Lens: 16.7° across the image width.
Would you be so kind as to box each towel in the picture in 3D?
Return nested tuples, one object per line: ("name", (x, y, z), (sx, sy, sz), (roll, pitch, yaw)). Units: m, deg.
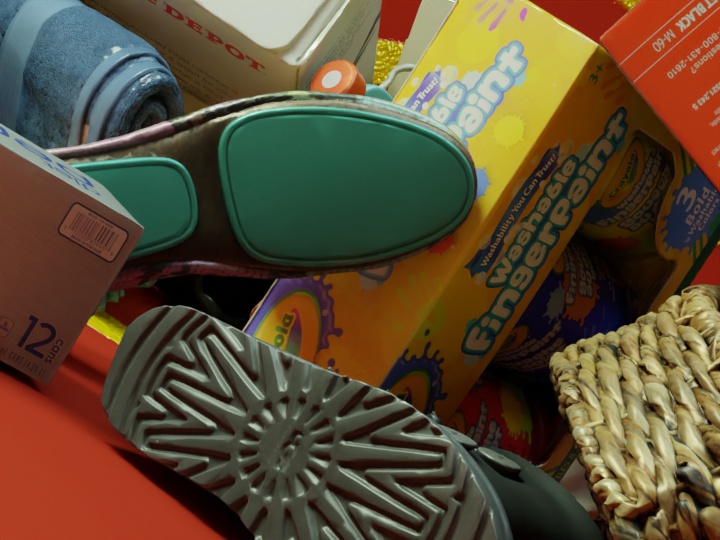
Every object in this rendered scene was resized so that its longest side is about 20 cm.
("towel", (-0.143, -0.072, 1.078), (0.048, 0.112, 0.200), (-2, 25, -32))

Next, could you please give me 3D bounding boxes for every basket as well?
("basket", (0.156, 0.071, 0.856), (0.200, 0.149, 0.143), (-90, 160, -78))

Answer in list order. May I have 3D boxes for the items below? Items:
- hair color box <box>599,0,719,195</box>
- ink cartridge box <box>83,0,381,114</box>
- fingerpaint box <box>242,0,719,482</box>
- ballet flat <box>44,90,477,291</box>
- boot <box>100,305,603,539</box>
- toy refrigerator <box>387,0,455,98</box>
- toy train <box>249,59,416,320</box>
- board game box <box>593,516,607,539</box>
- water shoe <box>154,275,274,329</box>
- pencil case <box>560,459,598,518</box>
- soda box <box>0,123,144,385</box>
("hair color box", (0.183, -0.021, 0.902), (0.200, 0.064, 0.111), (53, 14, 19))
("ink cartridge box", (-0.069, -0.121, 1.144), (0.145, 0.083, 0.200), (33, -19, 9))
("fingerpaint box", (0.054, 0.005, 0.989), (0.073, 0.200, 0.167), (36, 4, 35))
("ballet flat", (-0.059, -0.026, 0.898), (0.200, 0.069, 0.071), (-10, 4, -15))
("boot", (0.027, 0.086, 0.814), (0.165, 0.066, 0.200), (37, 1, 36))
("toy refrigerator", (0.033, -0.026, 1.195), (0.070, 0.200, 0.076), (20, 0, 20))
("toy train", (0.000, 0.000, 1.091), (0.056, 0.200, 0.150), (7, 12, 36))
("board game box", (0.077, 0.055, 1.301), (0.200, 0.105, 0.023), (33, 21, 35))
("water shoe", (-0.039, 0.012, 1.252), (0.079, 0.072, 0.200), (42, 18, 34))
("pencil case", (0.107, 0.022, 1.206), (0.078, 0.200, 0.089), (18, 5, 31))
("soda box", (-0.172, -0.043, 0.780), (0.200, 0.064, 0.068), (31, 3, -22))
